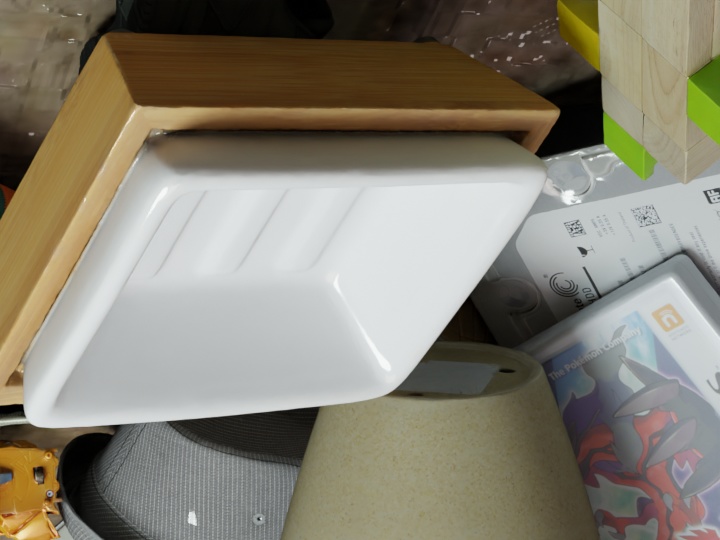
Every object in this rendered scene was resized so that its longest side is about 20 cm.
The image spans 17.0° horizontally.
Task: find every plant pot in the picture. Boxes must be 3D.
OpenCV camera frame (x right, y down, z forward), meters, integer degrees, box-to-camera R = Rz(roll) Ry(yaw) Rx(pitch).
[{"bbox_3d":[0.036,0.140,1.064,0.186,0.187,0.202,-4,104,-13],"label":"plant pot"}]

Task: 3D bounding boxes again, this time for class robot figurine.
[{"bbox_3d":[-0.249,0.113,1.153,0.198,0.059,0.145,-6,177,-16],"label":"robot figurine"}]

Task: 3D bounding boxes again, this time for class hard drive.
[{"bbox_3d":[0.138,-0.015,1.059,0.199,0.038,0.140,-11,127,30],"label":"hard drive"}]

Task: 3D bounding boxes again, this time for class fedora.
[{"bbox_3d":[-0.051,0.110,1.198,0.199,0.177,0.091,21,108,-25],"label":"fedora"}]

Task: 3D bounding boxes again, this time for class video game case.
[{"bbox_3d":[0.128,0.106,1.105,0.200,0.023,0.183,-32,101,40],"label":"video game case"}]

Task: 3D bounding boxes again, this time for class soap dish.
[{"bbox_3d":[-0.041,-0.018,0.916,0.199,0.081,0.158,-2,140,-39],"label":"soap dish"}]

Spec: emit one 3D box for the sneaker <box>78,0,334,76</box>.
[{"bbox_3d":[-0.059,-0.082,0.942,0.090,0.076,0.200,-6,150,-20],"label":"sneaker"}]

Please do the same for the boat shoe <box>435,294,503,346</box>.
[{"bbox_3d":[0.000,0.000,1.103,0.069,0.071,0.199,-16,157,40],"label":"boat shoe"}]

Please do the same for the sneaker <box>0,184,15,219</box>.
[{"bbox_3d":[-0.169,-0.017,1.021,0.071,0.080,0.200,-47,157,19],"label":"sneaker"}]

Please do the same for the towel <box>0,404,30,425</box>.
[{"bbox_3d":[-0.204,0.057,1.074,0.191,0.035,0.200,-6,178,4],"label":"towel"}]

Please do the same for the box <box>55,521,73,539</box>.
[{"bbox_3d":[-0.060,0.193,1.326,0.199,0.129,0.109,13,140,-36],"label":"box"}]

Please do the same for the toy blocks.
[{"bbox_3d":[0.157,-0.127,0.914,0.136,0.100,0.200,-37,153,-14],"label":"toy blocks"}]
